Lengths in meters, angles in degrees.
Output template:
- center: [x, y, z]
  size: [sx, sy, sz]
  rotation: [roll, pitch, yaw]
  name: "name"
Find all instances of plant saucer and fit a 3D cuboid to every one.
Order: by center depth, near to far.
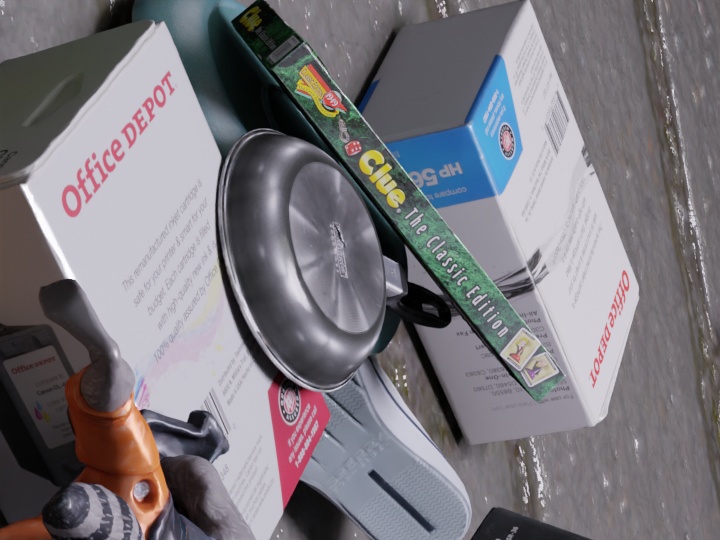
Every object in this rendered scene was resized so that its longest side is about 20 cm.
- center: [-0.034, -0.053, 1.228]
  size: [0.200, 0.027, 0.200]
  rotation: [50, 18, -24]
  name: "plant saucer"

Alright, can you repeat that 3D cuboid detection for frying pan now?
- center: [-0.002, 0.013, 1.141]
  size: [0.190, 0.031, 0.115]
  rotation: [44, 39, -42]
  name: "frying pan"

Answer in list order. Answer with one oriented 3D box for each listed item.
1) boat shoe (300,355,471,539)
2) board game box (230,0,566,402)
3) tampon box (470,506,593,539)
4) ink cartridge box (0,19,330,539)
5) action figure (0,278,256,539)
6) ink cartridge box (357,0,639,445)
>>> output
- center: [-0.023, 0.062, 1.255]
  size: [0.200, 0.074, 0.067]
  rotation: [54, 3, -33]
  name: "boat shoe"
- center: [0.016, -0.033, 1.203]
  size: [0.200, 0.023, 0.105]
  rotation: [51, 3, -21]
  name: "board game box"
- center: [0.086, 0.229, 1.117]
  size: [0.150, 0.126, 0.200]
  rotation: [-54, 151, -34]
  name: "tampon box"
- center: [-0.100, 0.022, 1.067]
  size: [0.200, 0.086, 0.148]
  rotation: [67, 28, -22]
  name: "ink cartridge box"
- center: [-0.098, 0.123, 0.920]
  size: [0.200, 0.105, 0.193]
  rotation: [-59, 141, -16]
  name: "action figure"
- center: [0.076, -0.025, 1.468]
  size: [0.146, 0.084, 0.200]
  rotation: [-64, 137, -54]
  name: "ink cartridge box"
